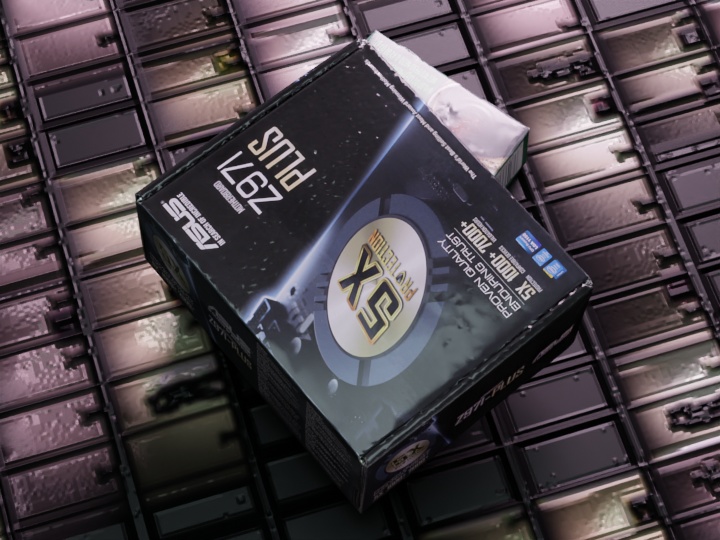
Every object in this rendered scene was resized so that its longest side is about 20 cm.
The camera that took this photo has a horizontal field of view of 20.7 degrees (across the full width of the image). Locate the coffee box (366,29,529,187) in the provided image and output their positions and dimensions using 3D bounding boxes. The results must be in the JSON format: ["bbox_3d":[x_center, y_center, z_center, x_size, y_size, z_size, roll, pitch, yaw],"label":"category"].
[{"bbox_3d":[-0.001,-0.036,1.177,0.123,0.044,0.200,35,69,14],"label":"coffee box"}]

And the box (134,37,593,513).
[{"bbox_3d":[0.000,0.000,1.089,0.164,0.086,0.200,-36,72,-16],"label":"box"}]
